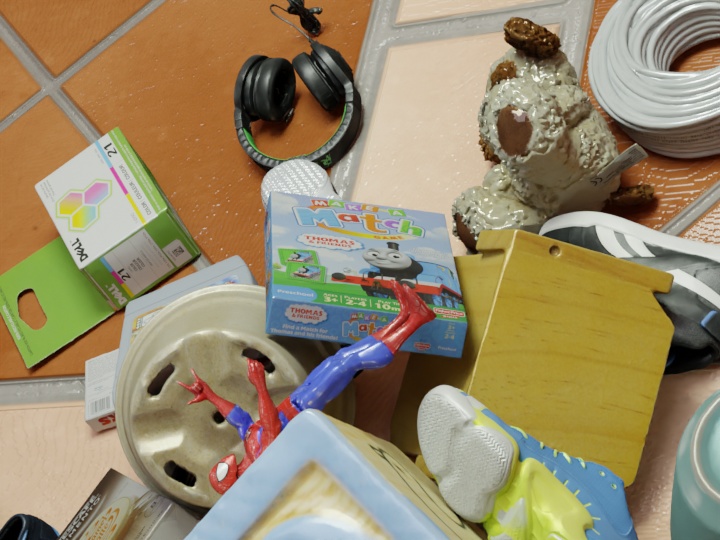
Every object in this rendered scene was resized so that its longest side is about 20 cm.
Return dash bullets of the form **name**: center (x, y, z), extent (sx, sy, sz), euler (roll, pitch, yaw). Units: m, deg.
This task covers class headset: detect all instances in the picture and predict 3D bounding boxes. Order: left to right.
- **headset**: center (-0.058, -0.179, 1.890), extent (0.123, 0.094, 0.200), euler (-11, 65, 16)

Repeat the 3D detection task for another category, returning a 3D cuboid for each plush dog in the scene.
- **plush dog**: center (0.158, -0.123, 1.663), extent (0.160, 0.200, 0.172), euler (-5, 55, -17)

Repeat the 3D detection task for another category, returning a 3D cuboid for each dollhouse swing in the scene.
- **dollhouse swing**: center (0.132, 0.086, 1.543), extent (0.181, 0.176, 0.200), euler (16, 83, -1)

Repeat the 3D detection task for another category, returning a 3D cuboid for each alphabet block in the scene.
- **alphabet block**: center (-0.008, 0.240, 1.368), extent (0.196, 0.200, 0.195), euler (-46, 70, 3)

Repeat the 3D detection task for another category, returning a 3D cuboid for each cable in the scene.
- **cable**: center (0.297, -0.190, 1.686), extent (0.200, 0.069, 0.200), euler (-41, 47, -4)

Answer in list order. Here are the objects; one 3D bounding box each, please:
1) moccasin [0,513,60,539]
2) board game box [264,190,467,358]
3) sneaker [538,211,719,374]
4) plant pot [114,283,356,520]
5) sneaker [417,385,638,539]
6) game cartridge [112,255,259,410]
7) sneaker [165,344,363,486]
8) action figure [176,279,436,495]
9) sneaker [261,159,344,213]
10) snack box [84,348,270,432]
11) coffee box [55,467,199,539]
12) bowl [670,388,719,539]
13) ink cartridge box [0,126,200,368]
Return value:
- **moccasin**: center (-0.343, 0.289, 1.661), extent (0.080, 0.068, 0.200), euler (22, 69, 37)
- **board game box**: center (0.000, 0.000, 1.534), extent (0.151, 0.037, 0.200), euler (7, 24, -7)
- **sneaker**: center (0.213, 0.022, 1.559), extent (0.200, 0.073, 0.112), euler (12, 60, 34)
- **plant pot**: center (-0.104, 0.111, 1.510), extent (0.200, 0.183, 0.201), euler (0, 90, 0)
- **sneaker**: center (0.128, 0.159, 1.415), extent (0.200, 0.105, 0.076), euler (53, 131, 11)
- **game cartridge**: center (-0.148, 0.055, 1.700), extent (0.133, 0.042, 0.200), euler (-27, 23, 10)
- **sneaker**: center (-0.075, 0.140, 1.642), extent (0.200, 0.080, 0.086), euler (-36, 68, -2)
- **action figure**: center (-0.051, 0.070, 1.387), extent (0.200, 0.099, 0.065), euler (-47, 10, -5)
- **sneaker**: center (-0.020, 0.002, 1.685), extent (0.075, 0.114, 0.200), euler (-25, 57, -6)
- **snack box**: center (-0.158, 0.083, 1.753), extent (0.200, 0.024, 0.072), euler (-20, 45, 14)
- **coffee box**: center (-0.180, 0.237, 1.539), extent (0.114, 0.080, 0.200), euler (-53, 18, -12)
- **bowl**: center (0.305, 0.149, 1.387), extent (0.200, 0.105, 0.201), euler (-15, 50, 19)
- **ink cartridge box**: center (-0.275, -0.022, 1.865), extent (0.200, 0.076, 0.148), euler (-35, 46, -1)
